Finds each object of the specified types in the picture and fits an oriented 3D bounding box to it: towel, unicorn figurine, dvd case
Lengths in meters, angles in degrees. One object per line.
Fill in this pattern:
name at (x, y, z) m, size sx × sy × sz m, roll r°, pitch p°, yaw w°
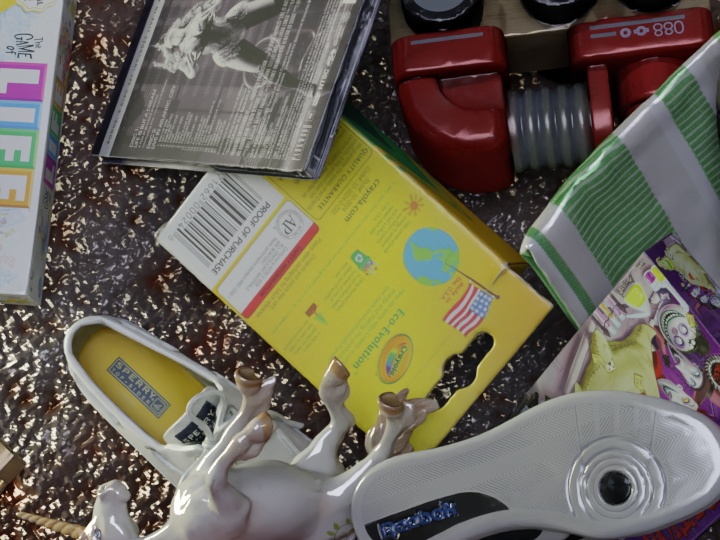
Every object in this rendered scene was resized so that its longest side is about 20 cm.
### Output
towel at (0.184, -0.040, 1.164) m, size 0.200 × 0.153 × 0.023 m, roll -43°, pitch 40°, yaw -4°
unicorn figurine at (-0.059, 0.111, 1.127) m, size 0.199 × 0.138 × 0.074 m, roll 9°, pitch 33°, yaw -23°
dvd case at (-0.066, -0.125, 1.218) m, size 0.200 × 0.016 × 0.149 m, roll 7°, pitch 75°, yaw 49°

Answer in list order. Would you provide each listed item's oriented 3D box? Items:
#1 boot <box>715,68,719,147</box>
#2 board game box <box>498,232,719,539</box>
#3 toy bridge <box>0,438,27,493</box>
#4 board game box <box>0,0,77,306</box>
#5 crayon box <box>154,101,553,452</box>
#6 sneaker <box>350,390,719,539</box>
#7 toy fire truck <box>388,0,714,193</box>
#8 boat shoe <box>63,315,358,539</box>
boot at (0.265, -0.077, 1.137) m, size 0.153 × 0.204 × 0.073 m, roll -24°, pitch 41°, yaw -23°
board game box at (0.148, 0.080, 1.126) m, size 0.032 × 0.200 × 0.120 m, roll -34°, pitch 76°, yaw -33°
toy bridge at (-0.258, 0.175, 1.211) m, size 0.027 × 0.067 × 0.200 m, roll 38°, pitch 83°, yaw 13°
board game box at (-0.243, -0.084, 1.282) m, size 0.134 × 0.034 × 0.201 m, roll 3°, pitch 78°, yaw 7°
crayon box at (0.000, 0.000, 1.211) m, size 0.200 × 0.051 × 0.127 m, roll 43°, pitch 104°, yaw 13°
sneaker at (0.104, 0.106, 1.125) m, size 0.199 × 0.112 × 0.073 m, roll -12°, pitch 80°, yaw 23°
toy fire truck at (0.112, -0.067, 1.207) m, size 0.175 × 0.129 × 0.201 m, roll -6°, pitch 67°, yaw 5°
boat shoe at (-0.083, 0.088, 1.200) m, size 0.202 × 0.086 × 0.075 m, roll 40°, pitch 85°, yaw 13°
